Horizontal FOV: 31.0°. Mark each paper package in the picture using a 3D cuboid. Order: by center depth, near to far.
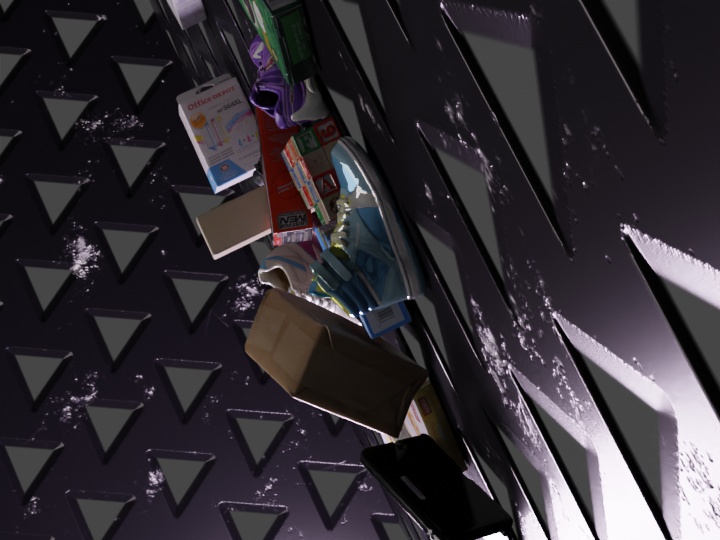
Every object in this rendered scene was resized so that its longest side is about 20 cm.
[{"bbox_3d":[-0.035,0.123,1.775,0.189,0.105,0.200,24,-177,-27],"label":"paper package"}]

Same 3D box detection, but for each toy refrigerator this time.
[{"bbox_3d":[-0.143,-0.092,1.930,0.071,0.198,0.076,63,174,1],"label":"toy refrigerator"}]

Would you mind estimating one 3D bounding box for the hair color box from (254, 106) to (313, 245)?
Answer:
[{"bbox_3d":[-0.110,-0.146,1.848,0.102,0.060,0.203,113,149,-80],"label":"hair color box"}]

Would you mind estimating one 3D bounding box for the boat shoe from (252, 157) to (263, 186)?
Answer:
[{"bbox_3d":[-0.161,-0.171,2.327,0.075,0.065,0.200,62,172,19],"label":"boat shoe"}]

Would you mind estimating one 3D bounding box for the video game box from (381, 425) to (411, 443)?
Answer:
[{"bbox_3d":[0.081,0.326,2.323,0.183,0.046,0.202,-122,10,-56],"label":"video game box"}]

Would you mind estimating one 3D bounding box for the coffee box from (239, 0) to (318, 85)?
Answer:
[{"bbox_3d":[-0.115,-0.332,1.541,0.201,0.043,0.124,60,171,32],"label":"coffee box"}]

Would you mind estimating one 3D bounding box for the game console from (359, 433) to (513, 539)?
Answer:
[{"bbox_3d":[0.107,0.321,1.717,0.200,0.174,0.118,40,127,44],"label":"game console"}]

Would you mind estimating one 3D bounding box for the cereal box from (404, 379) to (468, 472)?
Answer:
[{"bbox_3d":[0.087,0.204,1.890,0.146,0.039,0.200,67,173,-16],"label":"cereal box"}]

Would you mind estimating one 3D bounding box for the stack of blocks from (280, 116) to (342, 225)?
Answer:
[{"bbox_3d":[-0.048,-0.123,1.695,0.117,0.058,0.200,65,173,-3],"label":"stack of blocks"}]

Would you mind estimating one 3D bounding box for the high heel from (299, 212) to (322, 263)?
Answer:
[{"bbox_3d":[-0.072,-0.025,2.167,0.096,0.067,0.202,48,150,33],"label":"high heel"}]

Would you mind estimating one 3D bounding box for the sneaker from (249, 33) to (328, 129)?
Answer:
[{"bbox_3d":[-0.110,-0.244,1.641,0.201,0.082,0.081,-123,10,-52],"label":"sneaker"}]

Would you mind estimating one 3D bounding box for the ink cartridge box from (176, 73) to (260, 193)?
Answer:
[{"bbox_3d":[-0.267,-0.272,2.514,0.202,0.127,0.125,64,172,-2],"label":"ink cartridge box"}]

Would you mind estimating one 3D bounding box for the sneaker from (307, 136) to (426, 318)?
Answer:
[{"bbox_3d":[-0.018,-0.040,1.472,0.080,0.129,0.202,177,68,-84],"label":"sneaker"}]

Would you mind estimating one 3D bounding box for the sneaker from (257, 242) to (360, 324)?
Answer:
[{"bbox_3d":[-0.073,0.036,2.087,0.198,0.081,0.077,32,138,16],"label":"sneaker"}]

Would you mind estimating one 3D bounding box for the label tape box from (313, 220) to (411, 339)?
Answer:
[{"bbox_3d":[0.000,0.000,1.735,0.200,0.063,0.146,-133,19,-80],"label":"label tape box"}]

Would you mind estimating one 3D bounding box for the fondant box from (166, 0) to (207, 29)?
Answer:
[{"bbox_3d":[-0.360,-0.579,2.452,0.145,0.058,0.201,60,172,35],"label":"fondant box"}]
